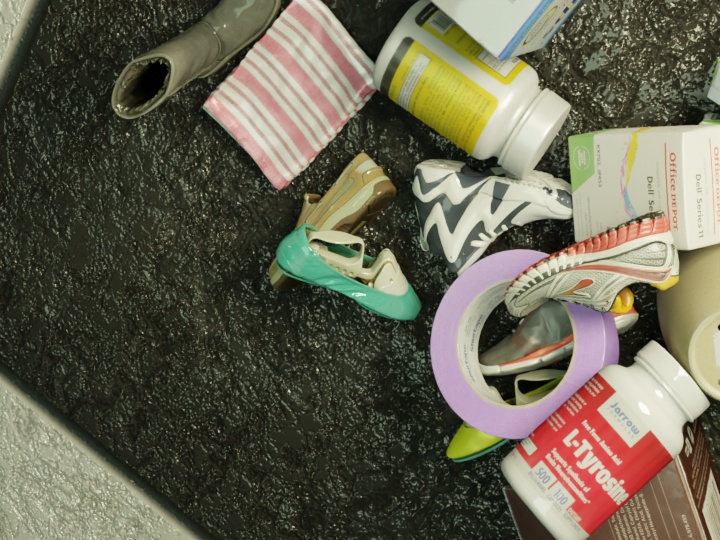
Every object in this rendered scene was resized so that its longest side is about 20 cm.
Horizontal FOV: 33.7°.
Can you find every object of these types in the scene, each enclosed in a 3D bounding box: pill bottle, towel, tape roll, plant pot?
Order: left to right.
[{"bbox_3d":[-0.080,-0.211,1.407,0.147,0.030,0.200,46,116,-1],"label":"towel"},{"bbox_3d":[0.121,-0.194,1.289,0.199,0.114,0.115,36,115,9],"label":"pill bottle"},{"bbox_3d":[0.178,0.083,1.296,0.197,0.065,0.204,-5,78,27],"label":"tape roll"},{"bbox_3d":[0.244,0.169,1.178,0.200,0.112,0.112,-43,87,3],"label":"pill bottle"},{"bbox_3d":[0.385,0.056,1.203,0.184,0.200,0.191,5,104,19],"label":"plant pot"}]

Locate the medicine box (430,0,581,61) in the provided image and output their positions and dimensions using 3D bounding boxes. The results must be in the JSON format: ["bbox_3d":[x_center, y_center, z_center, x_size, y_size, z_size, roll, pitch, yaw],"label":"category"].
[{"bbox_3d":[0.181,-0.317,1.182,0.103,0.200,0.183,43,115,7],"label":"medicine box"}]

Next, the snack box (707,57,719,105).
[{"bbox_3d":[0.451,-0.162,1.120,0.200,0.141,0.053,41,150,27],"label":"snack box"}]

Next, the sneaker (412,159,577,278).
[{"bbox_3d":[0.148,-0.046,1.339,0.196,0.079,0.132,9,109,19],"label":"sneaker"}]

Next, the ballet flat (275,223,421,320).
[{"bbox_3d":[0.000,0.000,1.373,0.198,0.068,0.071,22,128,-22],"label":"ballet flat"}]

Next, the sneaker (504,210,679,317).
[{"bbox_3d":[0.228,0.013,1.192,0.199,0.077,0.083,-25,87,41],"label":"sneaker"}]

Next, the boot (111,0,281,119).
[{"bbox_3d":[-0.183,-0.260,1.344,0.073,0.200,0.182,44,116,3],"label":"boot"}]

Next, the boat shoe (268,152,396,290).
[{"bbox_3d":[-0.045,-0.060,1.427,0.200,0.071,0.077,-42,73,19],"label":"boat shoe"}]

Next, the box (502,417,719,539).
[{"bbox_3d":[0.289,0.260,1.320,0.197,0.166,0.167,-17,99,24],"label":"box"}]

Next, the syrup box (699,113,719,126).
[{"bbox_3d":[0.444,-0.110,1.203,0.197,0.079,0.083,6,107,20],"label":"syrup box"}]

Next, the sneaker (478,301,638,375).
[{"bbox_3d":[0.216,0.060,1.357,0.198,0.077,0.083,-25,77,20],"label":"sneaker"}]

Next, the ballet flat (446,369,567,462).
[{"bbox_3d":[0.181,0.160,1.390,0.198,0.067,0.068,-23,104,19],"label":"ballet flat"}]

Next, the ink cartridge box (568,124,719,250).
[{"bbox_3d":[0.304,-0.085,1.201,0.199,0.066,0.119,6,104,55],"label":"ink cartridge box"}]
